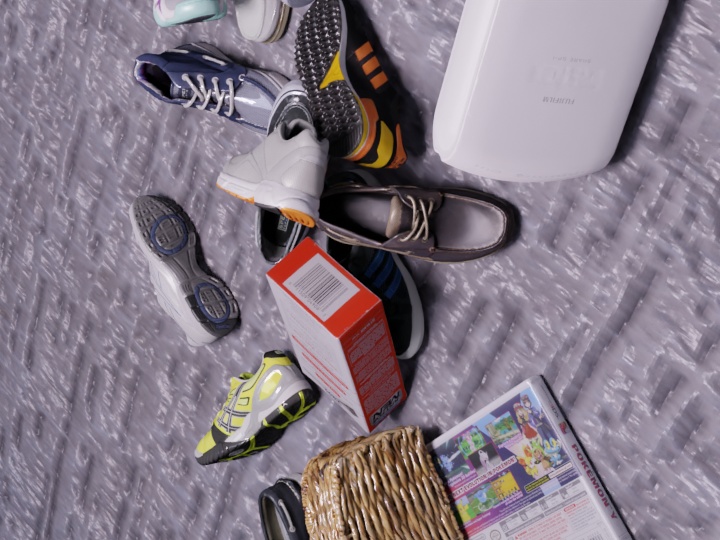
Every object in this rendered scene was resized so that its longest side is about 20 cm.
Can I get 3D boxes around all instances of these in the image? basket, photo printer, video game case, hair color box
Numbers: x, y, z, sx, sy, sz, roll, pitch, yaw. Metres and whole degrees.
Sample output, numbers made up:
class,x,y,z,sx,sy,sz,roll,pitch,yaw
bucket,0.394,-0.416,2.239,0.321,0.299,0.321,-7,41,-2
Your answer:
class,x,y,z,sx,sy,sz,roll,pitch,yaw
basket,0.008,0.279,1.453,0.149,0.142,0.202,-24,88,57
photo printer,0.152,-0.165,1.159,0.070,0.165,0.201,-118,36,-51
video game case,0.155,0.223,1.389,0.200,0.023,0.183,-40,74,46
hair color box,-0.021,0.068,1.416,0.111,0.064,0.201,40,161,29

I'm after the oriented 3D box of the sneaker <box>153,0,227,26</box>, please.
class,x,y,z,sx,sy,sz,roll,pitch,yaw
sneaker,-0.190,-0.332,1.456,0.200,0.077,0.141,-132,33,-67

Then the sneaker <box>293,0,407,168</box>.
class,x,y,z,sx,sy,sz,roll,pitch,yaw
sneaker,-0.005,-0.183,1.382,0.070,0.090,0.202,-35,52,33

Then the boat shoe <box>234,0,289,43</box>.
class,x,y,z,sx,sy,sz,roll,pitch,yaw
boat shoe,-0.117,-0.331,1.443,0.074,0.068,0.202,16,115,40

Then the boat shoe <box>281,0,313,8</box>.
class,x,y,z,sx,sy,sz,roll,pitch,yaw
boat shoe,-0.050,-0.361,1.361,0.086,0.074,0.203,41,125,30

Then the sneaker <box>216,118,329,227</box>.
class,x,y,z,sx,sy,sz,roll,pitch,yaw
sneaker,-0.075,-0.101,1.351,0.200,0.075,0.093,23,92,64

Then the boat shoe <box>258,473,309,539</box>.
class,x,y,z,sx,sy,sz,roll,pitch,yaw
boat shoe,-0.079,0.340,1.639,0.075,0.060,0.202,-6,99,46

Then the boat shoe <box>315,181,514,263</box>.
class,x,y,z,sx,sy,sz,roll,pitch,yaw
boat shoe,0.045,-0.044,1.328,0.198,0.073,0.075,3,95,17

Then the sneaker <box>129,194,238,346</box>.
class,x,y,z,sx,sy,sz,roll,pitch,yaw
sneaker,-0.224,0.004,1.669,0.087,0.074,0.201,-42,72,50

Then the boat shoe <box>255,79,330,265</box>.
class,x,y,z,sx,sy,sz,roll,pitch,yaw
boat shoe,-0.077,-0.098,1.465,0.073,0.068,0.201,20,123,3

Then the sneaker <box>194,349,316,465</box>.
class,x,y,z,sx,sy,sz,roll,pitch,yaw
sneaker,-0.127,0.162,1.630,0.200,0.075,0.077,-39,68,35

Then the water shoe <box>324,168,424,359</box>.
class,x,y,z,sx,sy,sz,roll,pitch,yaw
water shoe,0.000,0.000,1.429,0.071,0.079,0.202,-18,90,47

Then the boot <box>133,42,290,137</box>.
class,x,y,z,sx,sy,sz,roll,pitch,yaw
boot,-0.154,-0.188,1.514,0.199,0.090,0.073,28,122,37
